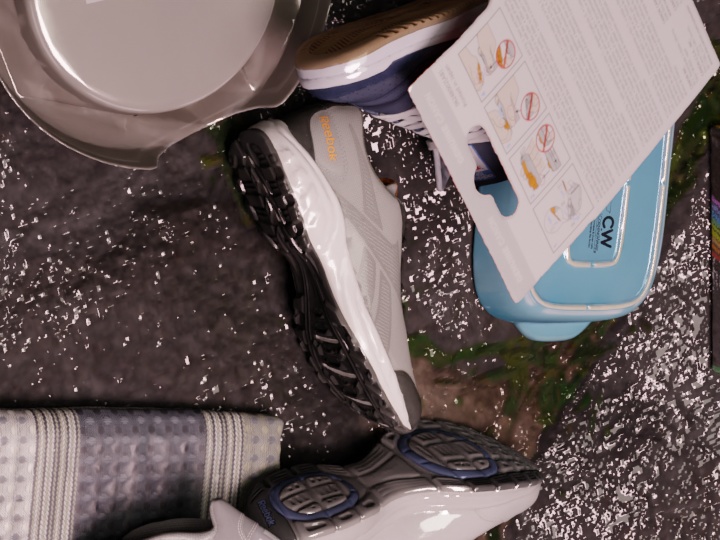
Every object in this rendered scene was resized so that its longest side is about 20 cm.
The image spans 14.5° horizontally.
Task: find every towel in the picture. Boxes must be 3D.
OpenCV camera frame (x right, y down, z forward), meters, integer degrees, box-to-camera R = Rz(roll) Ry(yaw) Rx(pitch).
[{"bbox_3d":[-0.137,0.172,1.538,0.192,0.035,0.200,2,98,-33],"label":"towel"}]

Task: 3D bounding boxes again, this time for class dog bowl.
[{"bbox_3d":[-0.114,-0.155,1.454,0.200,0.059,0.200,-7,104,-28],"label":"dog bowl"}]

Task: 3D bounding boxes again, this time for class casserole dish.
[{"bbox_3d":[0.129,-0.053,1.626,0.121,0.039,0.200,0,102,-29],"label":"casserole dish"}]

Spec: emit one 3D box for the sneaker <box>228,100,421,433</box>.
[{"bbox_3d":[0.000,0.000,1.547,0.079,0.074,0.200,-30,114,-26],"label":"sneaker"}]

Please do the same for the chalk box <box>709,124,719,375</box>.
[{"bbox_3d":[0.292,0.012,1.684,0.124,0.125,0.200,-11,108,-27],"label":"chalk box"}]

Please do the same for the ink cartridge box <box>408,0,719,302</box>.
[{"bbox_3d":[0.100,-0.108,1.514,0.200,0.047,0.160,-48,131,-24],"label":"ink cartridge box"}]

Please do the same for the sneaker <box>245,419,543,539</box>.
[{"bbox_3d":[0.016,0.143,1.594,0.200,0.075,0.087,-12,125,-32],"label":"sneaker"}]

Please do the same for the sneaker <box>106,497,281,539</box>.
[{"bbox_3d":[-0.118,0.202,1.506,0.115,0.075,0.200,41,94,-4],"label":"sneaker"}]

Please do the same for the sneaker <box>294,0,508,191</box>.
[{"bbox_3d":[0.039,-0.087,1.504,0.200,0.070,0.109,-26,109,-56],"label":"sneaker"}]
